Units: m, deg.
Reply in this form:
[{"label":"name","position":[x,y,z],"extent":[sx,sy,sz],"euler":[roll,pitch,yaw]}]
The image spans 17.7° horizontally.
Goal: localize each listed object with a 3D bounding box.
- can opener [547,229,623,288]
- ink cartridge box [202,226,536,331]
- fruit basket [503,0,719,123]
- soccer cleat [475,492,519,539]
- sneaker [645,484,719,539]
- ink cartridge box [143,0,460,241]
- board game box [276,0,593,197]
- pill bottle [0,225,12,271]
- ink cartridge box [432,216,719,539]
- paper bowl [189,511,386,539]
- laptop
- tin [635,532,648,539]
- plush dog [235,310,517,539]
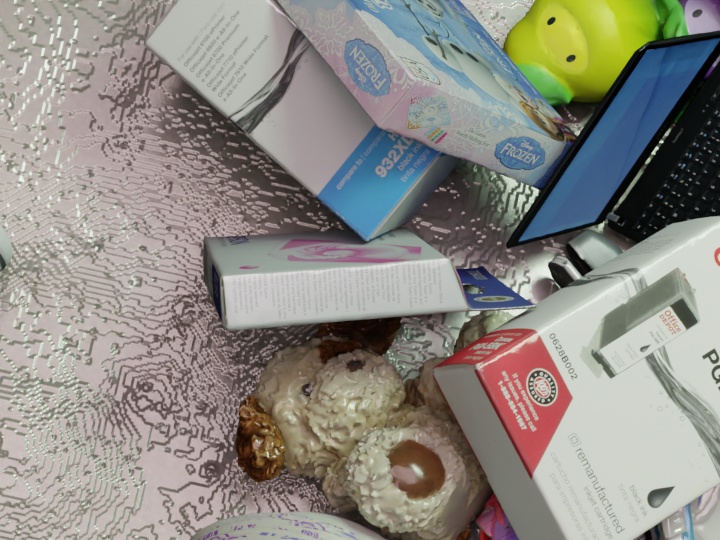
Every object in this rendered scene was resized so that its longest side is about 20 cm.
[{"label":"can opener","position":[0.205,0.059,1.597],"extent":[0.067,0.053,0.200],"euler":[-40,85,-12]},{"label":"ink cartridge box","position":[0.000,0.000,1.515],"extent":[0.198,0.196,0.044],"euler":[-5,98,-7]},{"label":"fruit basket","position":[0.194,-0.190,1.613],"extent":[0.214,0.155,0.217],"euler":[7,69,-20]},{"label":"soccer cleat","position":[0.117,0.151,1.524],"extent":[0.073,0.068,0.201],"euler":[18,79,-3]},{"label":"sneaker","position":[0.226,0.106,1.537],"extent":[0.086,0.075,0.202],"euler":[-8,93,-5]},{"label":"ink cartridge box","position":[-0.030,-0.120,1.553],"extent":[0.200,0.145,0.084],"euler":[41,104,5]},{"label":"board game box","position":[0.036,-0.145,1.522],"extent":[0.043,0.198,0.200],"euler":[-51,52,19]},{"label":"pill bottle","position":[-0.334,0.016,1.518],"extent":[0.112,0.112,0.200],"euler":[45,77,5]},{"label":"ink cartridge box","position":[0.169,0.075,1.441],"extent":[0.199,0.083,0.147],"euler":[-30,95,-18]},{"label":"paper bowl","position":[-0.032,0.233,1.467],"extent":[0.200,0.201,0.105],"euler":[27,44,0]},{"label":"laptop","position":[0.229,-0.060,1.541],"extent":[0.199,0.178,0.104],"euler":[28,33,-8]},{"label":"tin","position":[0.142,0.211,1.565],"extent":[0.200,0.042,0.112],"euler":[-37,79,-12]},{"label":"plush dog","position":[0.009,0.106,1.540],"extent":[0.171,0.161,0.200],"euler":[31,47,16]}]
